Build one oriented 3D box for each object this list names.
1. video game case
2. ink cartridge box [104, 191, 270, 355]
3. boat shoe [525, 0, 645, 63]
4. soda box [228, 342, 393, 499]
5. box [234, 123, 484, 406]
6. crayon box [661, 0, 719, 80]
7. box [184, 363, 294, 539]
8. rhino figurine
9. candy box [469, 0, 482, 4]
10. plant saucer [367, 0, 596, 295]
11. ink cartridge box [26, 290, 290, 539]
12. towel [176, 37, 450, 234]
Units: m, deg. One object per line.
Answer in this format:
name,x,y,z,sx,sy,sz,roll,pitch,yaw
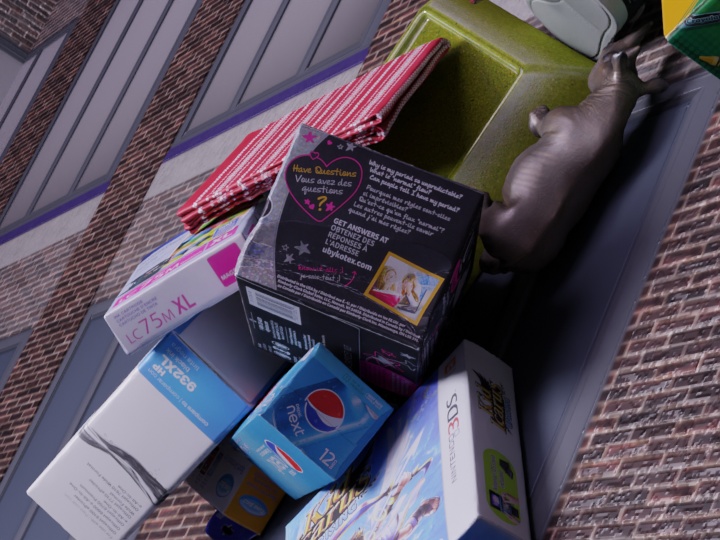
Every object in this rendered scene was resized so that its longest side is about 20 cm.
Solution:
video game case,0.024,0.168,1.346,0.200,0.045,0.181,-48,21,25
ink cartridge box,-0.115,-0.008,1.565,0.119,0.042,0.200,-31,8,11
boat shoe,0.167,-0.194,1.491,0.060,0.076,0.200,-49,7,-4
soda box,-0.037,0.106,1.455,0.064,0.068,0.200,-49,1,-13
box,0.000,0.000,1.406,0.200,0.132,0.115,88,-155,-74
crayon box,0.252,-0.225,1.376,0.119,0.058,0.200,-44,24,32
box,-0.069,0.118,1.646,0.200,0.041,0.119,-57,20,-5
rhino figurine,0.141,-0.081,1.422,0.200,0.060,0.087,-56,16,0
candy box,0.158,-0.270,1.482,0.200,0.055,0.115,-28,-13,-22
plant saucer,0.059,-0.106,1.569,0.200,0.048,0.200,-56,41,5
ink cartridge box,-0.141,0.104,1.601,0.200,0.084,0.145,-46,3,29
towel,-0.034,-0.099,1.557,0.200,0.023,0.145,-24,18,33
